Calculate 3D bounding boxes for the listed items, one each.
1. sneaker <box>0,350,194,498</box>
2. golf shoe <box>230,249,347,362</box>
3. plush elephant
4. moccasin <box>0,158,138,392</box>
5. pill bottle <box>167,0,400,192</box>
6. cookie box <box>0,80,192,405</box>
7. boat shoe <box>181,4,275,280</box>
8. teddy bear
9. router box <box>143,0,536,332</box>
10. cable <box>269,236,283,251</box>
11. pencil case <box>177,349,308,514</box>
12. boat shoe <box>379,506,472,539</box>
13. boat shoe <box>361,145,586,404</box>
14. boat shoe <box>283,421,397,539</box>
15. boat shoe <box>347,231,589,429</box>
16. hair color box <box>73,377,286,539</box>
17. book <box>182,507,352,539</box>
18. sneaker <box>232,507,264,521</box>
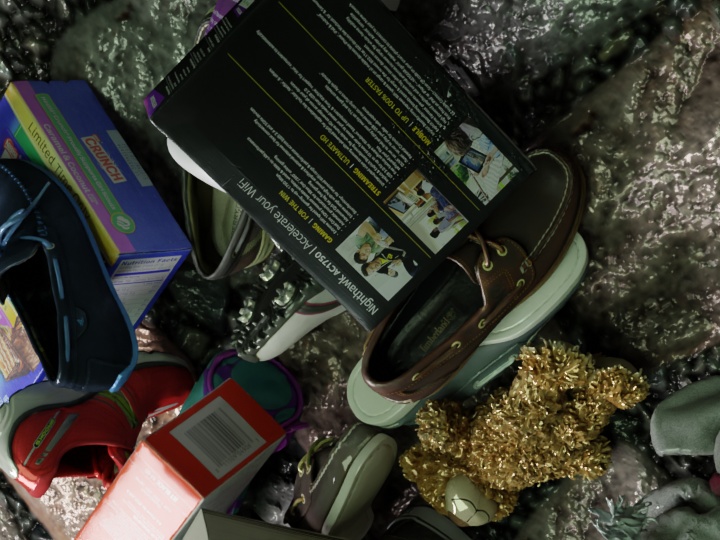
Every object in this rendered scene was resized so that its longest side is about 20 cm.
[{"bbox_3d":[-0.192,0.122,1.264,0.085,0.199,0.077,51,127,16],"label":"sneaker"},{"bbox_3d":[0.000,0.000,1.138,0.200,0.077,0.088,-44,114,3],"label":"golf shoe"},{"bbox_3d":[0.250,0.157,1.087,0.155,0.165,0.200,-43,126,1],"label":"plush elephant"},{"bbox_3d":[-0.220,-0.004,1.162,0.200,0.068,0.081,52,129,30],"label":"moccasin"},{"bbox_3d":[-0.044,-0.148,1.099,0.112,0.112,0.202,25,103,16],"label":"pill bottle"},{"bbox_3d":[-0.237,-0.014,1.277,0.172,0.075,0.200,55,127,23],"label":"cookie box"},{"bbox_3d":[-0.093,-0.086,1.199,0.073,0.065,0.202,8,118,22],"label":"boat shoe"},{"bbox_3d":[0.109,0.116,1.155,0.199,0.145,0.067,-32,52,25],"label":"teddy bear"},{"bbox_3d":[-0.012,-0.083,1.038,0.149,0.051,0.200,-44,111,5],"label":"router box"},{"bbox_3d":[-0.003,0.006,1.195,0.096,0.050,0.201,-24,98,13],"label":"cable"},{"bbox_3d":[-0.116,0.157,1.313,0.092,0.085,0.201,46,127,23],"label":"pencil case"},{"bbox_3d":[0.095,0.257,1.255,0.199,0.064,0.071,33,123,12],"label":"boat shoe"},{"bbox_3d":[0.074,0.003,1.099,0.070,0.070,0.201,36,94,22],"label":"boat shoe"},{"bbox_3d":[-0.020,0.159,1.239,0.059,0.072,0.201,42,155,15],"label":"boat shoe"},{"bbox_3d":[0.080,0.041,1.164,0.200,0.062,0.073,-39,58,16],"label":"boat shoe"},{"bbox_3d":[-0.147,0.178,1.219,0.064,0.111,0.201,42,125,9],"label":"hair color box"},{"bbox_3d":[-0.050,0.246,1.188,0.199,0.048,0.134,18,120,-28],"label":"book"},{"bbox_3d":[-0.067,0.238,1.303,0.085,0.074,0.200,55,166,23],"label":"sneaker"}]
